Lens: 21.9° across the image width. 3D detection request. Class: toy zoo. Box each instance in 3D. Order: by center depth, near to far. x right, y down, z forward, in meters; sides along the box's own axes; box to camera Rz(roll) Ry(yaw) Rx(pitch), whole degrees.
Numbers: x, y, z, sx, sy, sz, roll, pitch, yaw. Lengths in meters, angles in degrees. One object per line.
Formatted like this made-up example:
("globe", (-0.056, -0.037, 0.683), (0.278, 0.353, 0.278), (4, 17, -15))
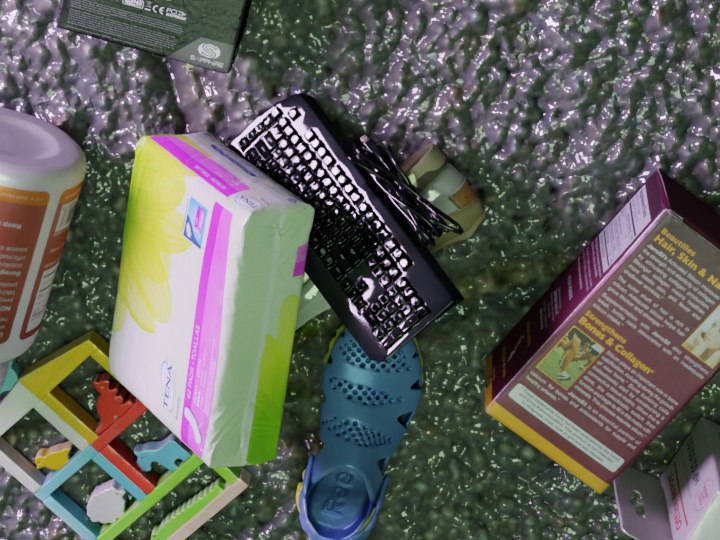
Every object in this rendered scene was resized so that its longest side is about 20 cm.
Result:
("toy zoo", (-0.200, 0.134, 1.423), (0.131, 0.020, 0.200), (-40, 106, 18))

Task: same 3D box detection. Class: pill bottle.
("pill bottle", (-0.272, -0.007, 1.318), (0.112, 0.112, 0.200), (19, 113, -5))

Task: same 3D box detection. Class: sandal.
("sandal", (-0.001, 0.127, 1.375), (0.079, 0.087, 0.200), (11, 112, 1))

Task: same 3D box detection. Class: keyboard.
("keyboard", (-0.010, -0.043, 1.269), (0.104, 0.040, 0.200), (-40, 70, 8))

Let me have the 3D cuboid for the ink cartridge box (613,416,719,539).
("ink cartridge box", (0.289, 0.182, 1.365), (0.200, 0.115, 0.068), (26, 112, -8))

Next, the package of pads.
("package of pads", (-0.109, 0.017, 1.300), (0.068, 0.154, 0.200), (-7, 119, -35))

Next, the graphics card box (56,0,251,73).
("graphics card box", (-0.121, -0.243, 1.241), (0.125, 0.051, 0.200), (14, 112, -3))

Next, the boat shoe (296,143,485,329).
("boat shoe", (0.000, 0.000, 1.326), (0.200, 0.075, 0.068), (-41, 100, 17))

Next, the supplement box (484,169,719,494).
("supplement box", (0.191, 0.044, 1.327), (0.110, 0.086, 0.200), (36, 111, -11))
